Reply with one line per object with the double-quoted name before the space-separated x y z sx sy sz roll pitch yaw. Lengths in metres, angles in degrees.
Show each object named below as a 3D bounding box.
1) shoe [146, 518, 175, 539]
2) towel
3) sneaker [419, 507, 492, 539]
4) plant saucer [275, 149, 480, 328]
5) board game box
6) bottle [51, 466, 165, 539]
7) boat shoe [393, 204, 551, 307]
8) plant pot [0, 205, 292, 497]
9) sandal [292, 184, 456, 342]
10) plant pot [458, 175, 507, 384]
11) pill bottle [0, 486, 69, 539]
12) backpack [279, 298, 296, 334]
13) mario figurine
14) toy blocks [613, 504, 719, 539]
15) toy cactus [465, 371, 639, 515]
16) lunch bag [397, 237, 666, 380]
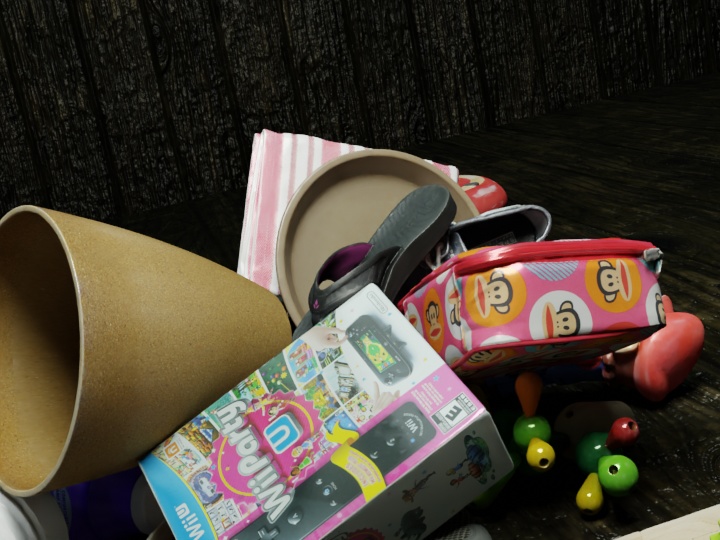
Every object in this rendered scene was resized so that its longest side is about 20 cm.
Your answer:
"shoe" -0.150 0.220 0.700 0.069 0.054 0.200 -7 14 20
"towel" -0.007 -0.037 0.990 0.196 0.149 0.030 9 -15 -14
"sneaker" 0.024 0.149 0.757 0.076 0.093 0.199 -17 14 -20
"plant saucer" 0.020 -0.004 0.959 0.197 0.203 0.029 -16 -9 -20
"board game box" -0.026 0.123 0.714 0.199 0.065 0.148 -37 43 -6
"bottle" -0.227 0.178 0.886 0.197 0.085 0.065 -3 6 33
"boat shoe" 0.071 -0.002 0.921 0.197 0.073 0.068 -22 -7 -18
"plant pot" -0.153 0.056 0.799 0.198 0.190 0.185 3 0 -42
"sandal" 0.000 -0.001 0.870 0.075 0.048 0.201 5 50 48
"plant pot" 0.075 0.007 1.125 0.196 0.186 0.201 -10 11 2
"pill bottle" -0.284 0.210 0.715 0.118 0.122 0.200 -5 14 26
"backpack" -0.132 0.091 1.008 0.175 0.153 0.200 -21 19 -10
"mario figurine" 0.197 0.057 0.969 0.197 0.108 0.123 -8 11 25
"toy blocks" 0.135 0.186 0.530 0.135 0.101 0.200 -21 12 10
"toy cactus" 0.136 0.118 0.822 0.163 0.104 0.198 -9 -2 -38
"lunch bag" 0.130 0.033 0.814 0.173 0.084 0.200 -3 -11 -17
